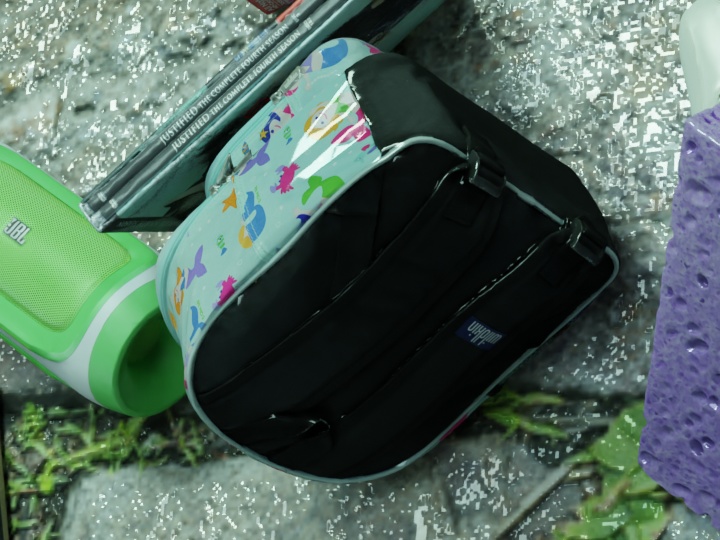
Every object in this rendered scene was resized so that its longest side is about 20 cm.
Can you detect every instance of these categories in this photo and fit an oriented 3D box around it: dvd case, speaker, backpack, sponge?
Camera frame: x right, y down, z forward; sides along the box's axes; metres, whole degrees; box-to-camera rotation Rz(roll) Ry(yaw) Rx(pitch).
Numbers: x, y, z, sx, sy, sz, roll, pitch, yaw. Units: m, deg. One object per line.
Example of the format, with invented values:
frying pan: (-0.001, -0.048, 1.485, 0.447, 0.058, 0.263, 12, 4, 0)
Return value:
dvd case: (-0.043, -0.091, 1.537, 0.200, 0.146, 0.022, -40, 81, 12)
speaker: (-0.169, -0.001, 1.622, 0.200, 0.088, 0.089, 34, 92, 35)
backpack: (0.000, 0.000, 1.466, 0.200, 0.177, 0.151, -48, 39, 15)
sponge: (0.182, 0.036, 1.356, 0.111, 0.030, 0.201, 36, 137, 37)

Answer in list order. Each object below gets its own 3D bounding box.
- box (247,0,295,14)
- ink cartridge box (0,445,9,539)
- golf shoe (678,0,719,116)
box: (-0.072, -0.229, 1.573, 0.095, 0.200, 0.100, -28, 61, 18)
ink cartridge box: (-0.291, 0.151, 1.648, 0.199, 0.075, 0.165, -18, 66, 24)
golf shoe: (0.198, -0.059, 1.418, 0.072, 0.092, 0.201, -34, 58, 17)
